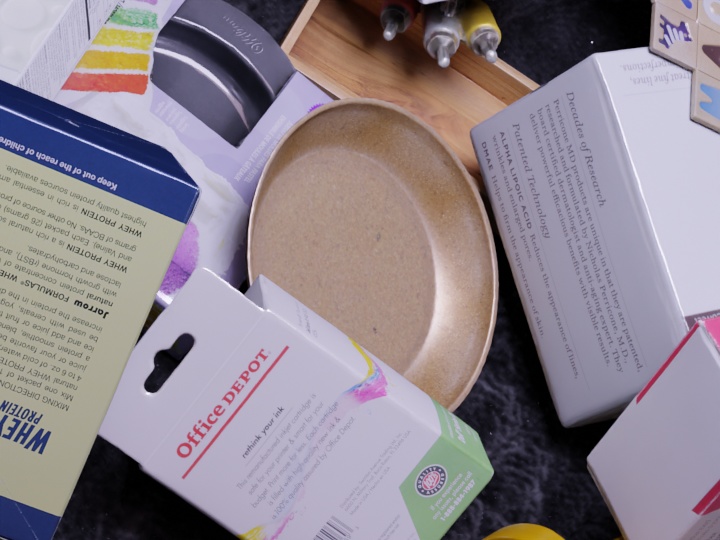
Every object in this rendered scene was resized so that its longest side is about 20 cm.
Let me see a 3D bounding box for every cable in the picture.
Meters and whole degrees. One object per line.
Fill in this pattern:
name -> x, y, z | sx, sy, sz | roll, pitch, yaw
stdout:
cable -> 0.048, -0.194, 1.485 | 0.097, 0.051, 0.200 | 15, 30, -3

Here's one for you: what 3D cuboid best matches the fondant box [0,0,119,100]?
fondant box -> -0.221, -0.165, 1.315 | 0.144, 0.058, 0.200 | 19, 53, 13

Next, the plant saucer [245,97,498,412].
plant saucer -> 0.000, 0.000, 1.354 | 0.199, 0.035, 0.201 | 8, 78, -41

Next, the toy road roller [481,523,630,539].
toy road roller -> 0.122, 0.234, 1.280 | 0.146, 0.123, 0.201 | -24, 77, -44

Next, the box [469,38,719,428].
box -> 0.202, -0.027, 1.412 | 0.198, 0.131, 0.201 | -9, 78, -38

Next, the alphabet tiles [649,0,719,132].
alphabet tiles -> 0.257, -0.140, 1.410 | 0.199, 0.006, 0.167 | 22, 58, -26

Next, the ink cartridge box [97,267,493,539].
ink cartridge box -> -0.042, 0.086, 1.255 | 0.200, 0.117, 0.067 | 37, 11, -14

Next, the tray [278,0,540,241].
tray -> 0.043, -0.107, 1.461 | 0.199, 0.037, 0.099 | 33, 56, -7

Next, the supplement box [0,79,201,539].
supplement box -> -0.215, 0.003, 1.166 | 0.199, 0.134, 0.201 | 22, 96, -14

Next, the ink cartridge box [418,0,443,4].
ink cartridge box -> 0.045, -0.249, 1.443 | 0.145, 0.084, 0.200 | -14, 35, -30

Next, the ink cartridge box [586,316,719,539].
ink cartridge box -> 0.252, 0.088, 1.307 | 0.199, 0.145, 0.085 | -8, 57, -32

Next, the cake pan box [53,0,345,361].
cake pan box -> -0.120, -0.075, 1.358 | 0.184, 0.052, 0.200 | 40, 56, -5
